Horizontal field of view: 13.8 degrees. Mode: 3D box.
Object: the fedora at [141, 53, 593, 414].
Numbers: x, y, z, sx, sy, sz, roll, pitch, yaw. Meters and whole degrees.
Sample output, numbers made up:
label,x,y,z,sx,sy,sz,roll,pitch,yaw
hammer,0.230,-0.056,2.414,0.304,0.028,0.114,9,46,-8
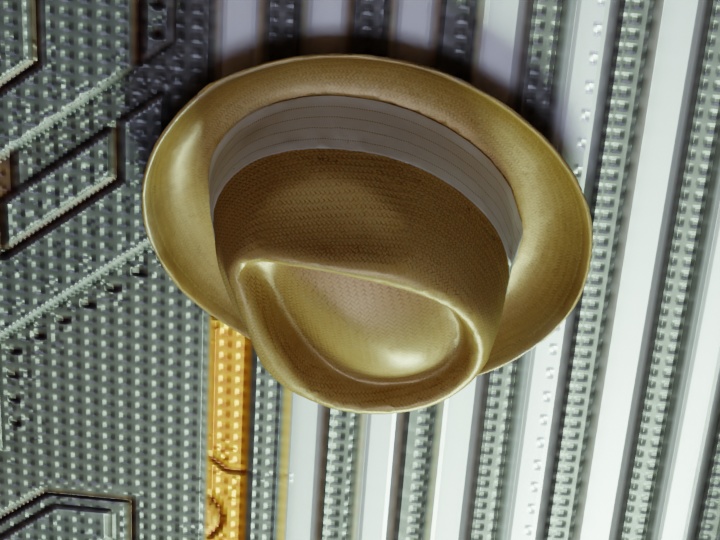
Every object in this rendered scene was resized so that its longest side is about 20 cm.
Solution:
label,x,y,z,sx,sy,sz,roll,pitch,yaw
fedora,0.000,0.000,1.262,0.199,0.082,0.201,3,134,3
